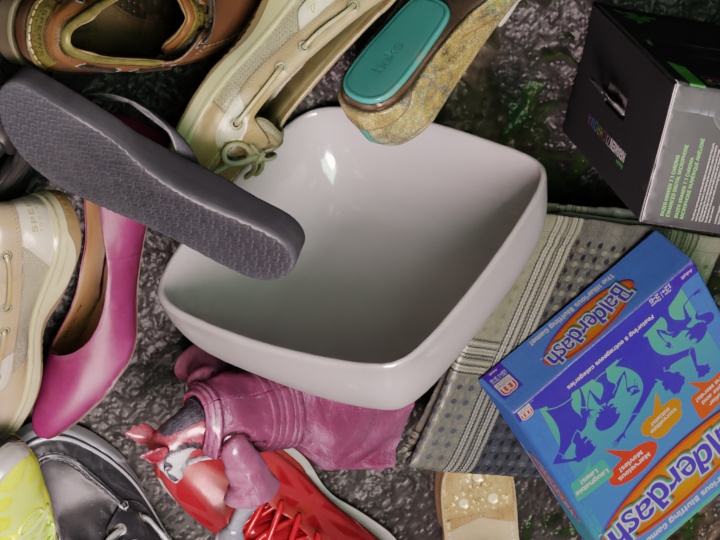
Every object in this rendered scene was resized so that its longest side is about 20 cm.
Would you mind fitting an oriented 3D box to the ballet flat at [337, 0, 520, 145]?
[{"bbox_3d":[0.059,-0.157,1.671,0.071,0.071,0.200,45,73,-24],"label":"ballet flat"}]

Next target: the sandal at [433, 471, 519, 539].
[{"bbox_3d":[0.095,0.220,1.831,0.078,0.070,0.212,-16,114,-7],"label":"sandal"}]

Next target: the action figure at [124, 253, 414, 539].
[{"bbox_3d":[-0.050,0.090,1.694,0.200,0.134,0.149,-14,158,-36],"label":"action figure"}]

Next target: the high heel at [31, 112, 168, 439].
[{"bbox_3d":[-0.175,0.002,1.679,0.096,0.067,0.200,31,82,-31],"label":"high heel"}]

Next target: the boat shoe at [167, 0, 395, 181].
[{"bbox_3d":[-0.051,-0.109,1.639,0.063,0.073,0.201,34,89,13],"label":"boat shoe"}]

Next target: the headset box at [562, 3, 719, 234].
[{"bbox_3d":[0.236,-0.089,1.688,0.200,0.174,0.093,8,110,-14],"label":"headset box"}]

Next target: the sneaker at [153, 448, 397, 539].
[{"bbox_3d":[-0.040,0.174,1.757,0.200,0.116,0.078,30,102,-22],"label":"sneaker"}]

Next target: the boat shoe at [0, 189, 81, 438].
[{"bbox_3d":[-0.230,0.035,1.659,0.065,0.072,0.200,-6,135,-36],"label":"boat shoe"}]

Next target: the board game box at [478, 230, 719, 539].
[{"bbox_3d":[0.181,0.090,1.770,0.152,0.045,0.200,-40,135,-6],"label":"board game box"}]

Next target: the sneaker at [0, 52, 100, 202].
[{"bbox_3d":[-0.200,-0.110,1.618,0.076,0.091,0.200,25,102,-2],"label":"sneaker"}]

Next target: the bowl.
[{"bbox_3d":[0.000,0.000,1.643,0.200,0.200,0.075,-51,142,-31],"label":"bowl"}]

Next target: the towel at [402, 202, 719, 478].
[{"bbox_3d":[0.131,0.046,1.760,0.192,0.035,0.200,7,115,-39],"label":"towel"}]

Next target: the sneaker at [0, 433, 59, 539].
[{"bbox_3d":[-0.210,0.180,1.708,0.075,0.076,0.200,-46,153,-36],"label":"sneaker"}]

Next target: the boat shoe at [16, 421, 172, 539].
[{"bbox_3d":[-0.158,0.182,1.758,0.072,0.068,0.200,-32,113,1],"label":"boat shoe"}]

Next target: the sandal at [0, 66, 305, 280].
[{"bbox_3d":[-0.122,-0.060,1.579,0.200,0.076,0.043,31,58,-17],"label":"sandal"}]

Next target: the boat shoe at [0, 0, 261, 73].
[{"bbox_3d":[-0.115,-0.147,1.597,0.200,0.068,0.072,-20,113,-40],"label":"boat shoe"}]
